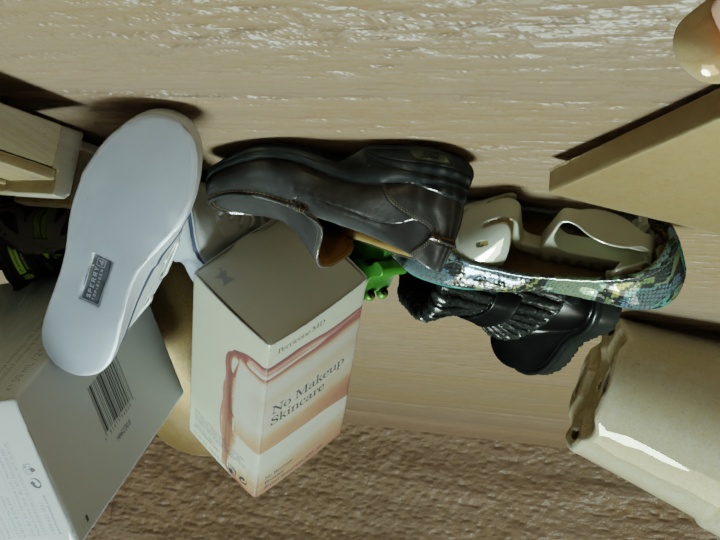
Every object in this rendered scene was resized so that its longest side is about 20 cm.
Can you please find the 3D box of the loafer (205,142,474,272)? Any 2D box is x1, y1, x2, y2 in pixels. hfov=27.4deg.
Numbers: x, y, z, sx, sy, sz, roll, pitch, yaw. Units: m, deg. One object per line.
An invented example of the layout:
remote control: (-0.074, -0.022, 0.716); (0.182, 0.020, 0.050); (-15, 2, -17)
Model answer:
loafer: (-0.023, -0.039, 0.946); (0.198, 0.073, 0.072); (2, 169, 37)

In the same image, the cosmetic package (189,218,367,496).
cosmetic package: (-0.065, 0.066, 1.109); (0.087, 0.103, 0.201); (41, 148, 25)

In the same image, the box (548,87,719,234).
box: (0.217, -0.052, 0.811); (0.162, 0.022, 0.200); (12, 170, -16)

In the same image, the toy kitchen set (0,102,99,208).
toy kitchen set: (-0.259, -0.011, 0.985); (0.199, 0.183, 0.162); (5, 171, 43)

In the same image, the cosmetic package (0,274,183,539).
cosmetic package: (-0.268, 0.101, 1.074); (0.198, 0.124, 0.200); (-11, -157, 21)

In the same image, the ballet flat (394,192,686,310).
ballet flat: (0.119, -0.022, 0.985); (0.197, 0.075, 0.074); (5, 170, 7)

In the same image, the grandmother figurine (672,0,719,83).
grandmother figurine: (0.162, -0.095, 0.483); (0.120, 0.061, 0.200); (19, 173, 5)

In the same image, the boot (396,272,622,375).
boot: (0.100, 0.026, 1.168); (0.156, 0.080, 0.211); (4, 160, -13)

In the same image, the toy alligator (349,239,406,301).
toy alligator: (0.000, 0.000, 1.109); (0.059, 0.055, 0.199); (-9, -168, -36)

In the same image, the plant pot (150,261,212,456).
plant pot: (-0.161, 0.034, 1.232); (0.184, 0.188, 0.200); (3, 156, 30)

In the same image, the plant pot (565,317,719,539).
plant pot: (0.299, 0.136, 1.384); (0.182, 0.203, 0.200); (21, 169, -4)

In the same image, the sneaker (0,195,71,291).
sneaker: (-0.224, -0.019, 1.092); (0.198, 0.083, 0.071); (-1, 133, 34)

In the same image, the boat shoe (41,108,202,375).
boat shoe: (-0.152, -0.026, 0.954); (0.073, 0.201, 0.065); (31, -151, -2)

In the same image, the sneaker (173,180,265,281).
sneaker: (-0.107, -0.040, 1.073); (0.070, 0.074, 0.200); (-20, 165, 0)
